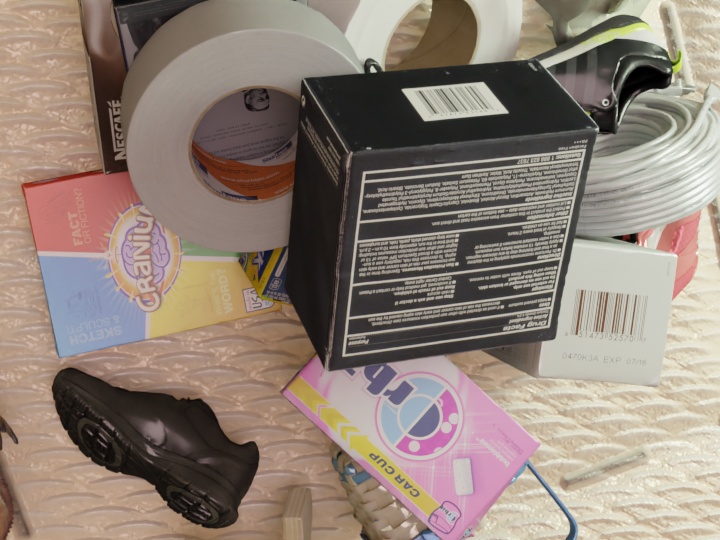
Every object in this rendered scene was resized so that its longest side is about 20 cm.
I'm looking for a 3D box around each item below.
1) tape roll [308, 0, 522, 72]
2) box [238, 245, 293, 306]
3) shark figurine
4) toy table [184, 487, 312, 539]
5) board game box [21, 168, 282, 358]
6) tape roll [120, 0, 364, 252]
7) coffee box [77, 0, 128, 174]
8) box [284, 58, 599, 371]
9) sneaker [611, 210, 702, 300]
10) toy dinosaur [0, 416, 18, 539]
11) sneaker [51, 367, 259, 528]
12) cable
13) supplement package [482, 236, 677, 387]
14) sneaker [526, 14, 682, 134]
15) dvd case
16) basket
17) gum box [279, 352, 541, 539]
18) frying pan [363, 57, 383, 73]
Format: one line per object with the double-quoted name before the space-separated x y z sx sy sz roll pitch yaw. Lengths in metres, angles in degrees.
"tape roll" 0.040 -0.201 1.350 0.202 0.071 0.203 -22 132 -27
"box" 0.000 0.000 1.386 0.200 0.064 0.070 13 114 -30
"shark figurine" 0.188 -0.233 1.420 0.089 0.214 0.128 36 122 20
"toy table" -0.065 0.288 1.383 0.200 0.184 0.117 -6 117 0
"board game box" -0.180 -0.019 1.382 0.200 0.040 0.153 -13 100 -13
"tape roll" -0.087 -0.114 1.251 0.200 0.066 0.200 -6 126 -9
"coffee box" -0.170 -0.188 1.300 0.113 0.080 0.200 -9 125 -11
"box" 0.055 -0.044 1.224 0.200 0.123 0.198 -6 126 -19
"sneaker" 0.287 -0.033 1.497 0.087 0.074 0.200 27 94 -30
"toy dinosaur" -0.337 0.178 1.350 0.136 0.086 0.200 -30 109 -16
"sneaker" -0.179 0.142 1.394 0.200 0.076 0.091 36 54 -4
"cable" 0.221 -0.096 1.398 0.200 0.200 0.069 -5 117 15
"supplement package" 0.176 0.025 1.397 0.117 0.200 0.117 5 96 -16
"sneaker" 0.183 -0.145 1.348 0.200 0.072 0.083 -33 62 -5
"dvd case" -0.108 -0.141 1.285 0.150 0.025 0.200 -13 127 -8
"basket" 0.080 0.207 1.427 0.176 0.139 0.200 -32 96 -7
"gum box" 0.044 0.127 1.326 0.200 0.066 0.114 42 84 0
"frying pan" 0.033 -0.087 1.347 0.190 0.031 0.115 33 85 -39
